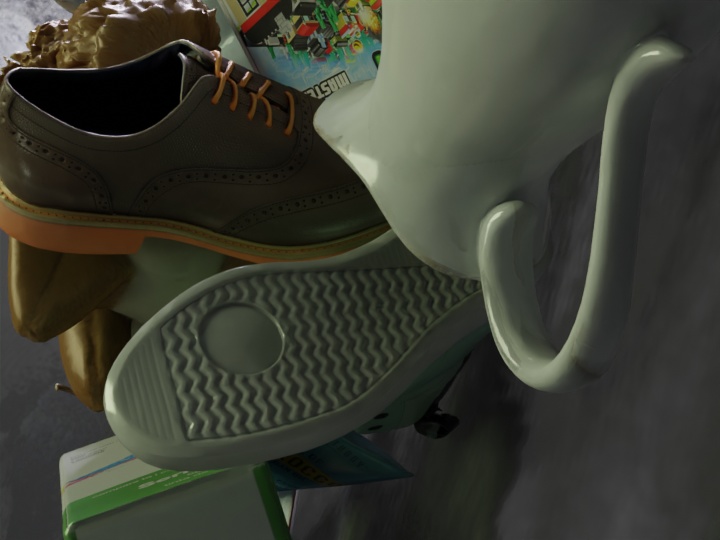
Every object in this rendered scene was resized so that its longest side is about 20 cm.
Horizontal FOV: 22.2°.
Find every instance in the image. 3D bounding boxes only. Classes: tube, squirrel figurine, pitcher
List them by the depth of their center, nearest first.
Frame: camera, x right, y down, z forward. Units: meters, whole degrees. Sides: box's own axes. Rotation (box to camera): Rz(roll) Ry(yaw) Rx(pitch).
[{"bbox_3d":[0.068,-0.076,0.600,0.172,0.120,0.201,62,142,34],"label":"pitcher"},{"bbox_3d":[-0.101,-0.028,0.861,0.187,0.140,0.202,115,144,-70],"label":"squirrel figurine"},{"bbox_3d":[-0.040,0.083,0.893,0.051,0.077,0.200,-67,14,-15],"label":"tube"}]

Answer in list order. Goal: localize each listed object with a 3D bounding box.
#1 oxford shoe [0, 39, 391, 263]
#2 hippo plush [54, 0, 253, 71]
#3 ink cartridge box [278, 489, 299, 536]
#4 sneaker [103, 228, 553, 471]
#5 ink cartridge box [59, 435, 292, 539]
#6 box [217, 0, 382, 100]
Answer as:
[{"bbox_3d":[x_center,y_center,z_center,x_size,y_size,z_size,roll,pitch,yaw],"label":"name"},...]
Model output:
[{"bbox_3d":[-0.048,-0.050,0.728,0.072,0.198,0.073,-104,15,-45],"label":"oxford shoe"},{"bbox_3d":[-0.056,-0.126,0.955,0.199,0.162,0.159,-20,0,24],"label":"hippo plush"},{"bbox_3d":[-0.058,0.150,1.026,0.174,0.043,0.201,-49,22,38],"label":"ink cartridge box"},{"bbox_3d":[-0.019,0.047,0.703,0.199,0.074,0.119,-24,-24,-35],"label":"sneaker"},{"bbox_3d":[-0.067,0.146,0.773,0.200,0.083,0.146,-169,61,-80],"label":"ink cartridge box"},{"bbox_3d":[0.020,-0.128,0.744,0.035,0.111,0.199,-33,8,-41],"label":"box"}]
